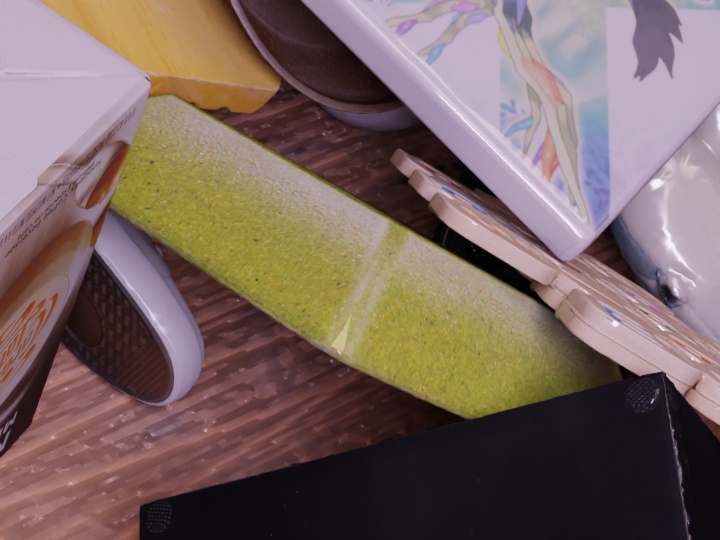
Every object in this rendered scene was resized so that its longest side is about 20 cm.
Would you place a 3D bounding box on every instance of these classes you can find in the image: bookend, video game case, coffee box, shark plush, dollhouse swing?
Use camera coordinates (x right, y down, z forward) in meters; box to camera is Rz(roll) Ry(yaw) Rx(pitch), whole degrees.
[{"bbox_3d":[0.055,0.137,0.780,0.200,0.198,0.092,44,36,-53],"label":"bookend"},{"bbox_3d":[0.062,-0.127,0.833,0.200,0.022,0.182,45,55,1],"label":"video game case"},{"bbox_3d":[-0.155,0.009,0.744,0.080,0.200,0.114,34,47,6],"label":"coffee box"},{"bbox_3d":[0.150,-0.007,0.959,0.091,0.083,0.200,-32,90,-16],"label":"shark plush"},{"bbox_3d":[-0.161,-0.119,0.879,0.200,0.181,0.176,1,68,-54],"label":"dollhouse swing"}]

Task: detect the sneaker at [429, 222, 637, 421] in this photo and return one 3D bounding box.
[{"bbox_3d":[0.089,0.046,0.902,0.080,0.086,0.200,-3,53,-29],"label":"sneaker"}]

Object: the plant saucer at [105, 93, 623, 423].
[{"bbox_3d":[0.000,0.000,0.806,0.200,0.048,0.200,31,3,42],"label":"plant saucer"}]

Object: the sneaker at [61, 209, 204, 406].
[{"bbox_3d":[-0.111,-0.034,0.889,0.085,0.073,0.200,-24,63,-35],"label":"sneaker"}]

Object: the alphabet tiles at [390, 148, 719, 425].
[{"bbox_3d":[0.100,0.017,0.816,0.195,0.015,0.200,31,8,-16],"label":"alphabet tiles"}]

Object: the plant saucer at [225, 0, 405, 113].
[{"bbox_3d":[-0.005,-0.166,0.882,0.037,0.201,0.200,8,31,40],"label":"plant saucer"}]

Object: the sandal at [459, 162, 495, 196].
[{"bbox_3d":[0.083,-0.101,0.949,0.045,0.200,0.075,19,30,14],"label":"sandal"}]

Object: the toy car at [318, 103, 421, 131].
[{"bbox_3d":[-0.007,-0.179,1.007,0.200,0.150,0.175,24,46,-4],"label":"toy car"}]
